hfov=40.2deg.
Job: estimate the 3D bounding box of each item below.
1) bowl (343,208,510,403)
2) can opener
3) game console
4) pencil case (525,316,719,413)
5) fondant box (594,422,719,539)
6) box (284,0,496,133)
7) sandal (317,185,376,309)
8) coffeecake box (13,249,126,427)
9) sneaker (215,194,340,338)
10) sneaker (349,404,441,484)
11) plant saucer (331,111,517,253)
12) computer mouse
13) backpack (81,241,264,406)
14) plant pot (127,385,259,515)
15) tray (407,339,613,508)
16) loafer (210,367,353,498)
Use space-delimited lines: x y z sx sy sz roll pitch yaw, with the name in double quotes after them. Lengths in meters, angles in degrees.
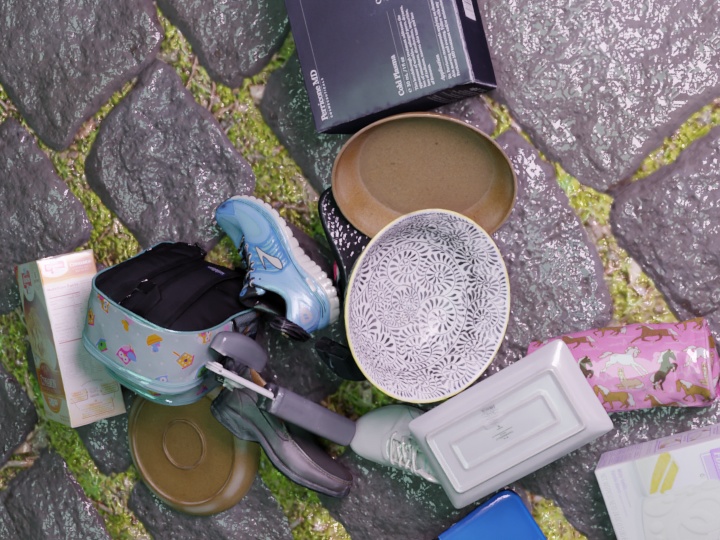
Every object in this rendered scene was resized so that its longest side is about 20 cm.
0.055 0.032 1.065 0.094 0.197 0.205 -164 71 -64 "bowl"
-0.085 0.132 1.106 0.053 0.198 0.068 8 72 61 "can opener"
0.148 0.382 1.135 0.202 0.117 0.171 57 144 6 "game console"
0.270 0.104 1.012 0.196 0.084 0.087 -12 126 23 "pencil case"
0.358 0.241 1.008 0.197 0.058 0.147 -20 89 22 "fondant box"
0.027 -0.267 1.038 0.179 0.104 0.204 -13 91 23 "box"
0.000 0.000 1.122 0.074 0.045 0.204 -18 95 -18 "sandal"
-0.367 0.083 1.235 0.153 0.072 0.204 -5 96 61 "coffeecake box"
-0.110 -0.005 1.126 0.200 0.089 0.079 48 154 22 "sneaker"
0.071 0.200 1.108 0.197 0.080 0.072 5 101 23 "sneaker"
0.068 -0.098 1.043 0.196 0.036 0.202 5 139 4 "plant saucer"
-0.042 0.090 1.080 0.058 0.199 0.034 26 87 36 "computer mouse"
-0.225 0.064 1.144 0.174 0.200 0.156 28 107 15 "backpack"
-0.222 0.220 1.259 0.196 0.027 0.205 3 99 23 "plant pot"
0.149 0.164 1.015 0.198 0.022 0.109 -33 87 23 "tray"
-0.085 0.194 1.174 0.198 0.073 0.073 35 98 3 "loafer"
